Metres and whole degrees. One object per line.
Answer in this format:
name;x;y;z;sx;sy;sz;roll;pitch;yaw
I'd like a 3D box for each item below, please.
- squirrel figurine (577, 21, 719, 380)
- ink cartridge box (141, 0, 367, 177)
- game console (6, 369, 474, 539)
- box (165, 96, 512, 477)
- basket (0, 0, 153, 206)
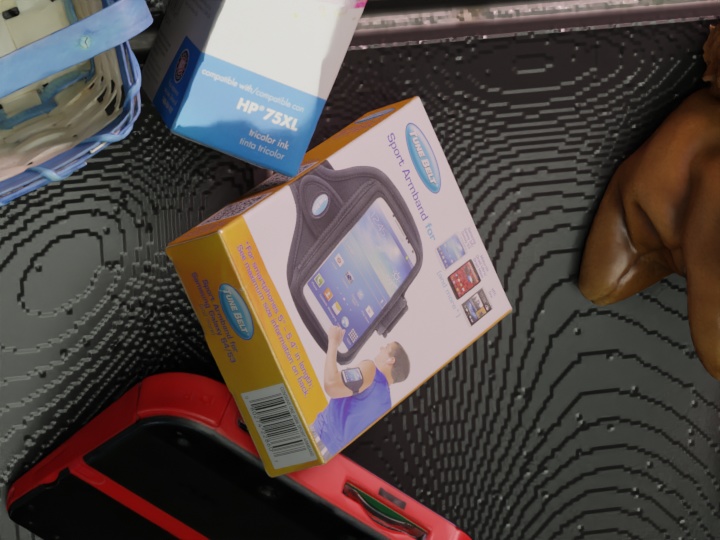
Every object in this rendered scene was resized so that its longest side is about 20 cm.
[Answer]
squirrel figurine;0.216;-0.037;1.359;0.141;0.187;0.201;12;103;-15
ink cartridge box;-0.032;-0.157;1.306;0.067;0.116;0.201;20;101;-17
game console;-0.056;0.130;1.375;0.199;0.177;0.031;33;53;-18
box;0.000;0.000;1.330;0.200;0.041;0.120;-36;106;-47
basket;-0.185;-0.091;1.243;0.175;0.200;0.140;-24;110;-6
